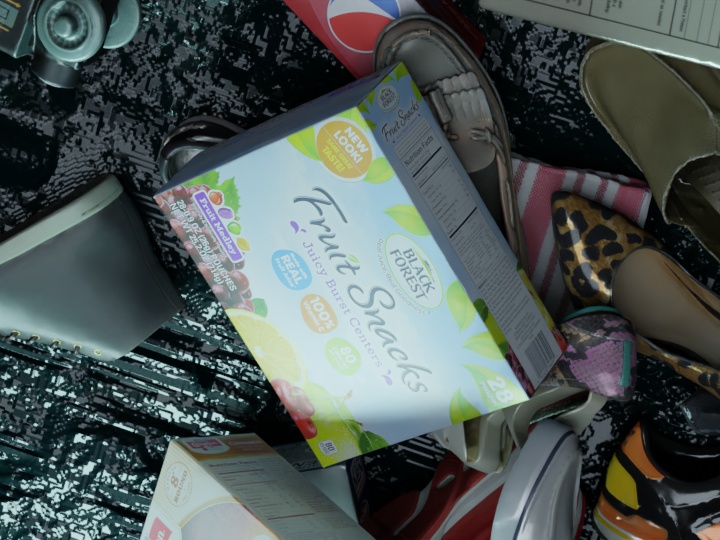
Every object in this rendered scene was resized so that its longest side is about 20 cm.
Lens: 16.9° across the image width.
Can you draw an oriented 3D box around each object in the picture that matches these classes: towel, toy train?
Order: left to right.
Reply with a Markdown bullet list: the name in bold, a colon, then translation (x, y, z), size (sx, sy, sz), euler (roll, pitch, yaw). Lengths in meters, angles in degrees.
- **toy train**: translation (-0.177, -0.215, 1.477), size (0.113, 0.085, 0.201), euler (27, 111, 10)
- **towel**: translation (0.070, -0.009, 1.507), size (0.198, 0.030, 0.147), euler (12, 113, -13)

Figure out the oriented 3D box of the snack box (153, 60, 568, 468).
- **snack box**: translation (0.000, 0.000, 1.421), size (0.168, 0.068, 0.201), euler (-20, 109, 37)

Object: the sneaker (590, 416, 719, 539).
- **sneaker**: translation (0.251, 0.156, 1.537), size (0.198, 0.070, 0.091), euler (17, 114, 5)

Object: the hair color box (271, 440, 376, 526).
- **hair color box**: translation (-0.029, 0.216, 1.608), size (0.099, 0.061, 0.202), euler (-10, 107, 12)

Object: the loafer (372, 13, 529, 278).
- **loafer**: translation (0.061, -0.054, 1.432), size (0.071, 0.063, 0.201), euler (-19, 116, 3)

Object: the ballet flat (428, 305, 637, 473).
- **ballet flat**: translation (0.093, 0.082, 1.481), size (0.069, 0.072, 0.199), euler (17, 152, -35)

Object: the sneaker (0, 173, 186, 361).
- **sneaker**: translation (-0.216, 0.031, 1.567), size (0.199, 0.075, 0.107), euler (-29, 100, 16)

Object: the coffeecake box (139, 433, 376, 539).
- **coffeecake box**: translation (-0.056, 0.216, 1.482), size (0.200, 0.073, 0.155), euler (37, 117, 42)

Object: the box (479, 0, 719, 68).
- **box**: translation (0.184, -0.196, 1.379), size (0.199, 0.109, 0.129), euler (17, 110, 21)

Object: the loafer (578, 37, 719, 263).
- **loafer**: translation (0.198, -0.071, 1.434), size (0.200, 0.067, 0.076), euler (45, 130, 22)

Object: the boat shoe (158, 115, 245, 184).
- **boat shoe**: translation (-0.035, -0.037, 1.522), size (0.199, 0.060, 0.074), euler (28, 106, -2)

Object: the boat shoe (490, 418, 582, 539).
- **boat shoe**: translation (0.107, 0.190, 1.414), size (0.065, 0.072, 0.202), euler (15, 90, 24)

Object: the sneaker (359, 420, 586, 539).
- **sneaker**: translation (0.067, 0.190, 1.546), size (0.200, 0.078, 0.116), euler (-40, 112, -7)

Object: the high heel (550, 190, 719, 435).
- **high heel**: translation (0.203, 0.024, 1.440), size (0.071, 0.142, 0.200), euler (-47, 109, -22)

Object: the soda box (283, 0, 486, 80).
- **soda box**: translation (-0.014, -0.183, 1.464), size (0.063, 0.070, 0.200), euler (-40, 98, 18)
